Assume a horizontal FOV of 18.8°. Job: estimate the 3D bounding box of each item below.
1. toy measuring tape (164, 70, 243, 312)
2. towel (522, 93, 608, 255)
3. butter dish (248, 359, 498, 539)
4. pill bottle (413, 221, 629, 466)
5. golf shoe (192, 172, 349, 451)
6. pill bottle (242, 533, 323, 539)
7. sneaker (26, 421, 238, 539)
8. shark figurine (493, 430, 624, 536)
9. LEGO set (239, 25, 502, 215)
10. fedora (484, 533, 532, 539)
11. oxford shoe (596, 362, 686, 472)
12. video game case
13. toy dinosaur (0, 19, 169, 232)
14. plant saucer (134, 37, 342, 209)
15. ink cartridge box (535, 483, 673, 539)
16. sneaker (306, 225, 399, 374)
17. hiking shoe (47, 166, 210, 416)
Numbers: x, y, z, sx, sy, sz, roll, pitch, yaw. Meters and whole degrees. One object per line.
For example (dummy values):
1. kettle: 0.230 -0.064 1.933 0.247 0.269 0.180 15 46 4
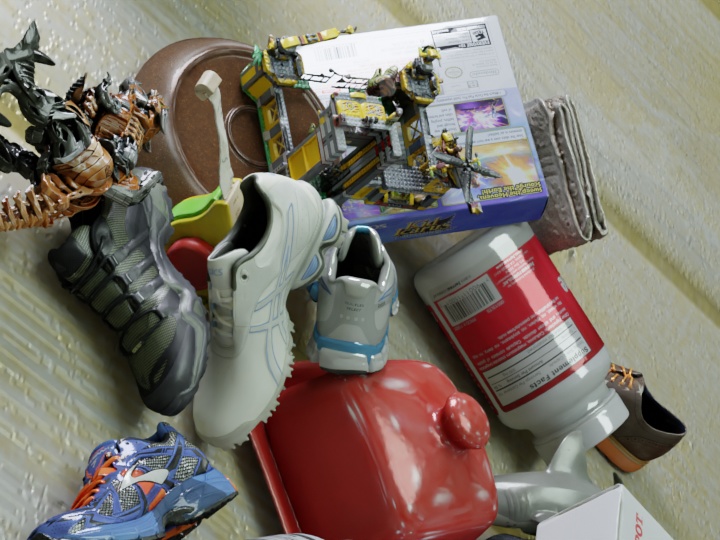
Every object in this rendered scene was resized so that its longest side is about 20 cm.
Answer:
1. toy measuring tape: -0.121 -0.051 1.587 0.074 0.073 0.201 -61 148 -53
2. towel: 0.144 -0.074 1.891 0.034 0.200 0.133 -12 86 -24
3. butter dish: 0.032 0.137 1.614 0.199 0.147 0.201 0 65 -53
4. pill bottle: 0.141 0.061 1.851 0.201 0.112 0.112 57 33 -3
5. golf shoe: -0.088 0.024 1.549 0.097 0.078 0.201 29 77 -48
6. pill bottle: -0.064 0.235 1.437 0.199 0.116 0.117 1 63 -53
7. sneaker: -0.162 0.153 1.426 0.079 0.075 0.200 54 24 8
8. shark figurine: 0.179 0.178 1.776 0.214 0.128 0.090 14 78 -43
9. LEGO set: 0.013 -0.123 1.681 0.199 0.116 0.155 13 60 -30
10. fedora: 0.181 0.273 1.732 0.200 0.200 0.092 20 82 -44
11. oxford shoe: 0.213 0.097 1.953 0.200 0.073 0.072 41 37 -25
12. video game case: 0.039 -0.115 1.813 0.199 0.046 0.182 -8 63 -11
13. toy dinosaur: -0.204 -0.087 1.483 0.136 0.102 0.200 43 21 -3
14. plant saucer: -0.089 -0.099 1.697 0.199 0.034 0.202 16 58 -28
15. ink cartridge box: 0.209 0.277 1.575 0.200 0.084 0.145 48 32 -25
16. sneaker: 0.000 0.000 1.634 0.074 0.087 0.200 7 23 -5
17. hiking shoe: -0.173 0.014 1.523 0.100 0.076 0.201 7 51 -38
